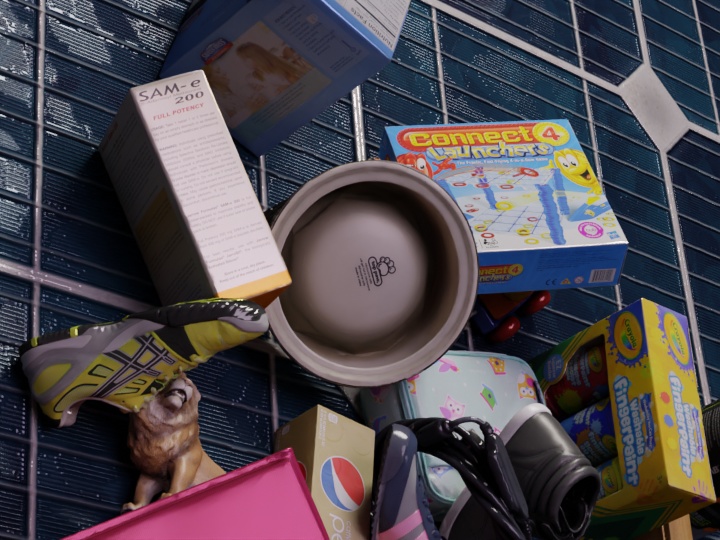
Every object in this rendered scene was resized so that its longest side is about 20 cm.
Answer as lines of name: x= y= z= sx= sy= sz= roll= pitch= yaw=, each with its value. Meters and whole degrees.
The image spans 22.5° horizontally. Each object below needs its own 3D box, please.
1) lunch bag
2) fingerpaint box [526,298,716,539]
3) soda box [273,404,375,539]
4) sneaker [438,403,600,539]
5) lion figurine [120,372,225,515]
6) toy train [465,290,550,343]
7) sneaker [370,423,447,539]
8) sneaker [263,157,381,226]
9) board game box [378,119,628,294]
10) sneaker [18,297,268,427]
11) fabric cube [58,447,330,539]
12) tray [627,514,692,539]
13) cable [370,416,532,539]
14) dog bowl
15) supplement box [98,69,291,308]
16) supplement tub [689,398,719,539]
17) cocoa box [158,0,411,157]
lunch bag: x=0.101 y=0.159 z=1.687 sx=0.199 sy=0.077 sz=0.161 roll=7 pitch=60 yaw=-41
fingerpaint box: x=0.249 y=0.154 z=1.771 sx=0.073 sy=0.167 sz=0.201 roll=21 pitch=53 yaw=-35
soda box: x=-0.036 y=0.221 z=1.524 sx=0.068 sy=0.064 sz=0.201 roll=28 pitch=48 yaw=-30
sneaker: x=0.137 y=0.225 z=1.583 sx=0.071 sy=0.201 sz=0.099 roll=9 pitch=24 yaw=-46
lion figurine: x=-0.125 y=0.179 z=1.471 sx=0.200 sy=0.072 sz=0.123 roll=54 pitch=31 yaw=-26
toy train: x=0.151 y=0.016 z=1.799 sx=0.085 sy=0.116 sz=0.200 roll=55 pitch=40 yaw=-1
sneaker: x=0.049 y=0.227 z=1.526 sx=0.070 sy=0.082 sz=0.201 roll=-68 pitch=161 yaw=-77
sneaker: x=-0.025 y=-0.046 z=1.699 sx=0.200 sy=0.075 sz=0.079 roll=-28 pitch=89 yaw=-48
board game box: x=0.135 y=-0.064 z=1.767 sx=0.199 sy=0.056 sz=0.196 roll=-4 pitch=43 yaw=-14
sneaker: x=-0.165 y=0.069 z=1.421 sx=0.075 sy=0.199 sz=0.077 roll=-7 pitch=84 yaw=-80
fabric cube: x=-0.117 y=0.268 z=1.270 sx=0.196 sy=0.200 sz=0.200 roll=-19 pitch=78 yaw=-25
tray: x=0.277 y=0.257 z=1.783 sx=0.037 sy=0.099 sz=0.201 roll=21 pitch=52 yaw=-33
cable: x=0.075 y=0.224 z=1.558 sx=0.051 sy=0.163 sz=0.201 roll=-27 pitch=97 yaw=-54
dog bowl: x=0.000 y=0.000 z=1.605 sx=0.199 sy=0.074 sz=0.201 roll=-2 pitch=97 yaw=-14
supplement box: x=-0.142 y=-0.050 z=1.532 sx=0.073 sy=0.126 sz=0.201 roll=-18 pitch=79 yaw=-26
supplement tub: x=0.382 y=0.192 z=1.852 sx=0.122 sy=0.200 sz=0.123 roll=23 pitch=51 yaw=-32
cocoa box: x=-0.066 y=-0.226 z=1.672 sx=0.133 sy=0.200 sz=0.132 roll=38 pitch=44 yaw=-22
